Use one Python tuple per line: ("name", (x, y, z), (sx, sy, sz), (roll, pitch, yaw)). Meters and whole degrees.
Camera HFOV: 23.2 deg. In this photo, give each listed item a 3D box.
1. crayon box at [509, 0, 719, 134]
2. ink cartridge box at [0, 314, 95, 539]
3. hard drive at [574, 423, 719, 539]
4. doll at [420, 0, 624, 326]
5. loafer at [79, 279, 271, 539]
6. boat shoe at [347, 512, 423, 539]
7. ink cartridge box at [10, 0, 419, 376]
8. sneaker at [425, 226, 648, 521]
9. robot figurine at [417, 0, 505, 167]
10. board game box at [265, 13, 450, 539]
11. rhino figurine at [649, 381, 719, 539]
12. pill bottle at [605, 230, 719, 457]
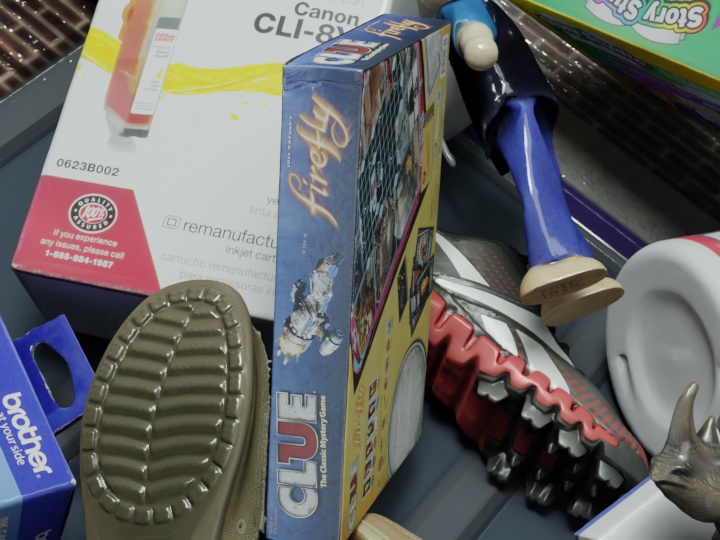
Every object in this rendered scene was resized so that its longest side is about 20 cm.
("crayon box", (0.195, -0.116, 0.951), (0.199, 0.059, 0.172), (32, 4, 42))
("ink cartridge box", (-0.210, 0.073, 0.744), (0.198, 0.077, 0.137), (-15, 60, -31))
("hard drive", (0.202, 0.124, 0.820), (0.199, 0.025, 0.133), (-32, 105, -23))
("doll", (0.071, -0.079, 0.854), (0.048, 0.136, 0.202), (-23, 69, 13))
("loafer", (-0.077, 0.105, 0.739), (0.075, 0.067, 0.202), (5, 78, 16))
("boat shoe", (0.063, 0.174, 0.776), (0.200, 0.071, 0.065), (44, 46, 2))
("ink cartridge box", (-0.064, -0.064, 0.838), (0.143, 0.084, 0.202), (10, 69, 11))
("sneaker", (0.071, 0.039, 0.878), (0.200, 0.071, 0.098), (37, 52, 12))
("robot figurine", (0.018, -0.149, 0.978), (0.168, 0.113, 0.202), (16, 48, -26))
("board game box", (0.000, 0.000, 0.757), (0.034, 0.202, 0.135), (8, 17, 15))
("rhino figurine", (0.171, 0.135, 0.752), (0.087, 0.060, 0.202), (-29, 108, -20))
("pill bottle", (0.239, 0.031, 0.918), (0.198, 0.120, 0.120), (-9, 57, -27))
